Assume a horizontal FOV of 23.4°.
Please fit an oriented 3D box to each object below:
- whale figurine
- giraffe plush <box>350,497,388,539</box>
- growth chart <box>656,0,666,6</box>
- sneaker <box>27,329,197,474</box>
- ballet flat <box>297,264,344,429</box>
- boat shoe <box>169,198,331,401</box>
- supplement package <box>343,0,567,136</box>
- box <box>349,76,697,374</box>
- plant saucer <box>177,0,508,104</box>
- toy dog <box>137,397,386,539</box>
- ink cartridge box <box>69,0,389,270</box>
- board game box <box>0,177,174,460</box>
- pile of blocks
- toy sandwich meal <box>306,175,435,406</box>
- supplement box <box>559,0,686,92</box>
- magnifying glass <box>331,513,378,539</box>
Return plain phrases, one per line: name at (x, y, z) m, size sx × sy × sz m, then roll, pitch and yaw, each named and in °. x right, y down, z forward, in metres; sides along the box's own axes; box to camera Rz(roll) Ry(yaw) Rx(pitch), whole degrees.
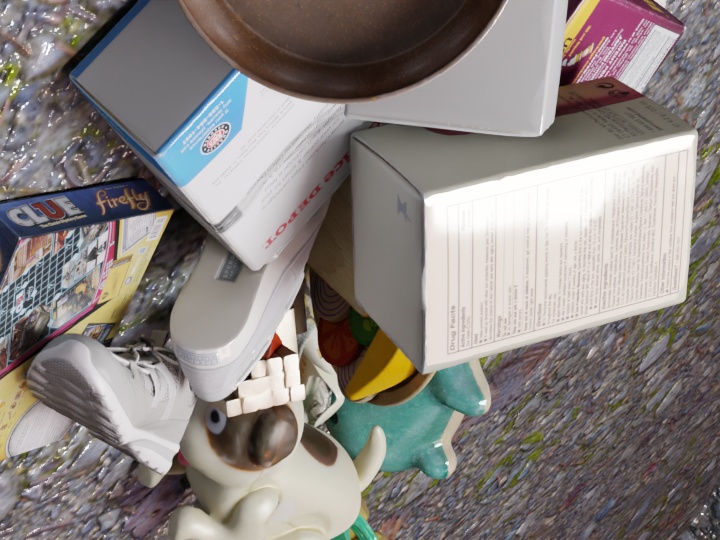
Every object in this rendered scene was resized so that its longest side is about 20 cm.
whale figurine at (0.034, 0.105, 1.476) m, size 0.103 × 0.160 × 0.200 m, roll -15°, pitch 176°, yaw -27°
giraffe plush at (-0.075, 0.291, 1.607) m, size 0.162 × 0.173 × 0.200 m, roll -31°, pitch -173°, yaw 19°
growth chart at (0.222, -0.218, 1.499) m, size 0.200 × 0.018 × 0.145 m, roll -49°, pitch 157°, yaw -1°
sneaker at (-0.155, 0.068, 1.130) m, size 0.082 × 0.074 × 0.200 m, roll -61°, pitch 166°, yaw -12°
ballet flat at (-0.033, 0.069, 1.421) m, size 0.072 × 0.072 × 0.201 m, roll -31°, pitch 151°, yaw -36°
boat shoe at (-0.069, 0.003, 1.173) m, size 0.069 × 0.071 × 0.201 m, roll 89°, pitch 14°, yaw -47°
supplement package at (0.063, -0.184, 0.998) m, size 0.117 × 0.116 × 0.202 m, roll -42°, pitch 138°, yaw -78°
box at (0.103, -0.033, 1.119) m, size 0.198 × 0.109 × 0.129 m, roll -13°, pitch 121°, yaw -21°
plant saucer at (-0.009, -0.191, 0.925) m, size 0.201 × 0.200 × 0.034 m, roll -52°, pitch -176°, yaw 9°
toy dog at (-0.077, 0.154, 1.369) m, size 0.192 × 0.140 × 0.201 m, roll -20°, pitch 137°, yaw 1°
ink cartridge box at (-0.069, -0.105, 1.059) m, size 0.145 × 0.084 × 0.200 m, roll -48°, pitch 158°, yaw -6°
board game box at (-0.208, 0.038, 1.098) m, size 0.135 × 0.035 × 0.201 m, roll -15°, pitch 140°, yaw -53°
pile of blocks at (-0.081, 0.039, 1.255) m, size 0.200 × 0.081 × 0.063 m, roll -92°, pitch 178°, yaw -73°
toy sandwich meal at (0.000, 0.000, 1.250) m, size 0.070 × 0.206 × 0.206 m, roll -2°, pitch 132°, yaw -34°
supplement box at (0.129, -0.181, 1.240) m, size 0.104 × 0.131 × 0.200 m, roll -55°, pitch 157°, yaw 16°
magnifying glass at (-0.024, 0.210, 1.539) m, size 0.022 × 0.201 × 0.080 m, roll -26°, pitch -162°, yaw 16°
